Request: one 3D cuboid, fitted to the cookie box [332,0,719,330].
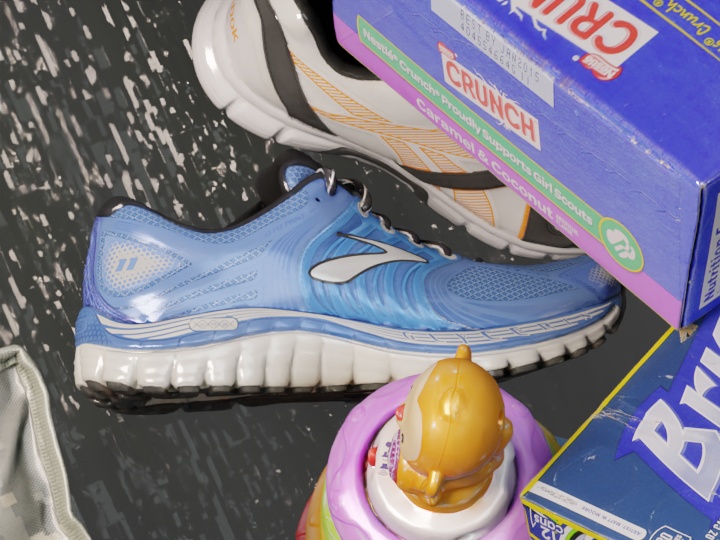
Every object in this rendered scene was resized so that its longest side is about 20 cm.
[{"bbox_3d":[0.117,-0.100,0.749,0.200,0.075,0.171,-33,56,-22],"label":"cookie box"}]

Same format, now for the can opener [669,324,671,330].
[{"bbox_3d":[0.139,-0.041,0.843,0.053,0.067,0.200,4,90,3],"label":"can opener"}]

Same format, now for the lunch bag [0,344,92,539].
[{"bbox_3d":[-0.180,0.116,0.668,0.200,0.164,0.118,-20,83,-23],"label":"lunch bag"}]

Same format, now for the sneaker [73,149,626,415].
[{"bbox_3d":[0.000,0.000,0.811,0.200,0.079,0.089,0,81,-21],"label":"sneaker"}]

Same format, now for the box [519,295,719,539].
[{"bbox_3d":[0.136,0.038,0.717,0.200,0.070,0.064,-44,138,-30],"label":"box"}]

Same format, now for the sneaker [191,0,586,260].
[{"bbox_3d":[0.041,-0.059,0.840,0.200,0.080,0.074,17,70,-19],"label":"sneaker"}]

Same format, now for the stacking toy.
[{"bbox_3d":[0.027,0.074,0.727,0.110,0.200,0.116,12,69,9],"label":"stacking toy"}]
